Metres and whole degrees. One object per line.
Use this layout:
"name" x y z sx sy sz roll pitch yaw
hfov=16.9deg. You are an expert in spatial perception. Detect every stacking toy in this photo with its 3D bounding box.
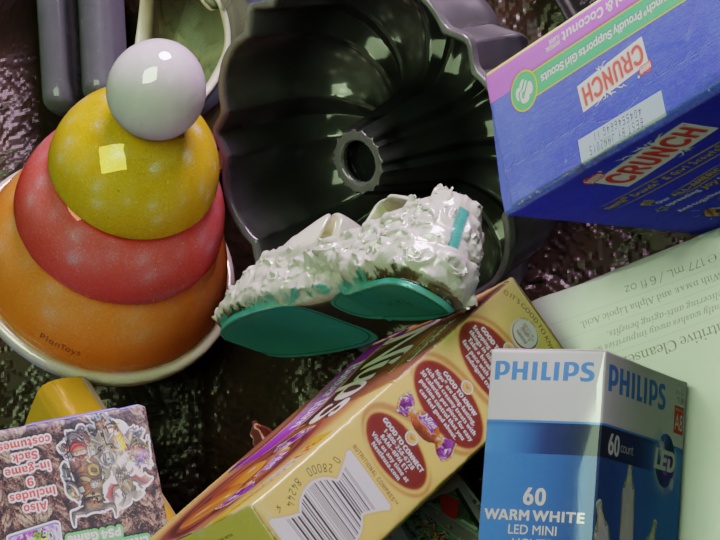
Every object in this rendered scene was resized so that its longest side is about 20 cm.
"stacking toy" -0.114 -0.046 1.234 0.146 0.146 0.200 61 148 23

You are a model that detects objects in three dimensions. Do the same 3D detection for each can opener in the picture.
"can opener" -0.171 -0.190 1.384 0.053 0.067 0.200 -11 73 22

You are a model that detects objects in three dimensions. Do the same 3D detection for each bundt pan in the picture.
"bundt pan" 0.022 -0.063 1.232 0.202 0.076 0.202 15 114 37

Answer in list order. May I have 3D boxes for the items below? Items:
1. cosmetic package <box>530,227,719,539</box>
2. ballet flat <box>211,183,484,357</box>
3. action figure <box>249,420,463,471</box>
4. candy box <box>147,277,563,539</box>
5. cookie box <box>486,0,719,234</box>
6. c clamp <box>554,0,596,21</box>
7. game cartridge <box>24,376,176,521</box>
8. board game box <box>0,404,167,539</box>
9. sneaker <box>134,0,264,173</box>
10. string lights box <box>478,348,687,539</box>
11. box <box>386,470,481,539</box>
"cosmetic package" 0.163 0.097 1.161 0.113 0.081 0.200 -23 69 20
"ballet flat" 0.000 0.000 1.179 0.200 0.072 0.072 -14 69 56
"action figure" -0.017 0.166 1.235 0.134 0.149 0.200 -3 54 -19
"candy box" -0.004 0.088 1.121 0.056 0.200 0.117 54 141 -6
"cookie box" 0.187 -0.078 1.095 0.171 0.200 0.075 -30 63 49
"c clamp" 0.169 -0.176 1.220 0.171 0.027 0.200 -42 40 10
"game cartridge" -0.132 0.184 1.237 0.200 0.032 0.176 54 135 33
"board game box" -0.165 0.178 1.178 0.159 0.097 0.200 -17 84 52
"sneaker" -0.075 -0.158 1.321 0.067 0.090 0.200 12 83 26
"string lights box" 0.096 0.141 1.082 0.059 0.103 0.200 0 80 29
"box" 0.057 0.201 1.147 0.110 0.035 0.200 -34 84 -23
